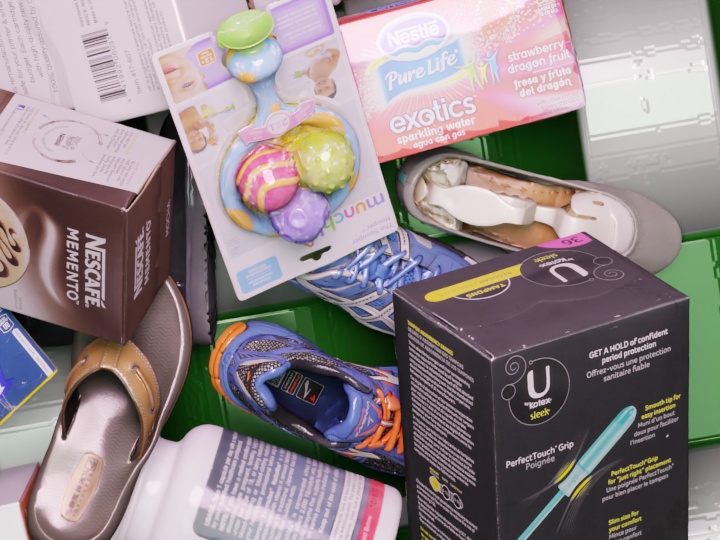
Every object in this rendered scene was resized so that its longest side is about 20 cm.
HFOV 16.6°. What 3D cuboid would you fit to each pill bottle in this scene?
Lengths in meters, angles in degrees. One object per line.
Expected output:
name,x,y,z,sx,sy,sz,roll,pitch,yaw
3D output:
pill bottle,-0.083,0.170,1.636,0.199,0.120,0.120,20,97,-4

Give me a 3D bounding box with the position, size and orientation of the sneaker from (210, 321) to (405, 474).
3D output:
sneaker,-0.003,0.096,1.631,0.199,0.078,0.076,16,98,-18

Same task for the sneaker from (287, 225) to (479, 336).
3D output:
sneaker,0.000,0.000,1.636,0.199,0.077,0.076,19,95,-5

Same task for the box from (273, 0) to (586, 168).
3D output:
box,0.039,-0.129,1.608,0.199,0.100,0.096,-15,98,1

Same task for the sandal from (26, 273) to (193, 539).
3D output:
sandal,-0.164,0.084,1.570,0.081,0.055,0.201,19,77,10

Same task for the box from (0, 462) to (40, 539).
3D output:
box,-0.241,0.245,1.641,0.097,0.124,0.201,-14,98,0

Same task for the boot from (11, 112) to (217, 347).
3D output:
boot,-0.197,-0.030,1.639,0.198,0.066,0.166,0,96,3

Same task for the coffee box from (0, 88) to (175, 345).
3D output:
coffee box,-0.221,-0.044,1.541,0.199,0.080,0.114,16,131,12

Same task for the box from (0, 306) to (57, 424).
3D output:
box,-0.292,0.102,1.568,0.200,0.064,0.070,-44,111,-16

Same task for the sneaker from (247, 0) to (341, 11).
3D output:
sneaker,-0.036,-0.267,1.602,0.112,0.071,0.201,-11,105,4

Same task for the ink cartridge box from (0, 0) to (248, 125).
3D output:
ink cartridge box,-0.178,-0.164,1.566,0.199,0.084,0.147,-11,99,31

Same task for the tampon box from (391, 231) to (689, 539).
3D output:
tampon box,0.117,0.102,1.578,0.149,0.126,0.201,-16,117,-25

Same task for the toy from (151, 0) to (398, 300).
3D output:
toy,-0.044,-0.068,1.513,0.115,0.047,0.201,-24,128,-7

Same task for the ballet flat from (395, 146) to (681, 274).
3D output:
ballet flat,0.120,-0.032,1.641,0.199,0.064,0.068,14,97,-3
